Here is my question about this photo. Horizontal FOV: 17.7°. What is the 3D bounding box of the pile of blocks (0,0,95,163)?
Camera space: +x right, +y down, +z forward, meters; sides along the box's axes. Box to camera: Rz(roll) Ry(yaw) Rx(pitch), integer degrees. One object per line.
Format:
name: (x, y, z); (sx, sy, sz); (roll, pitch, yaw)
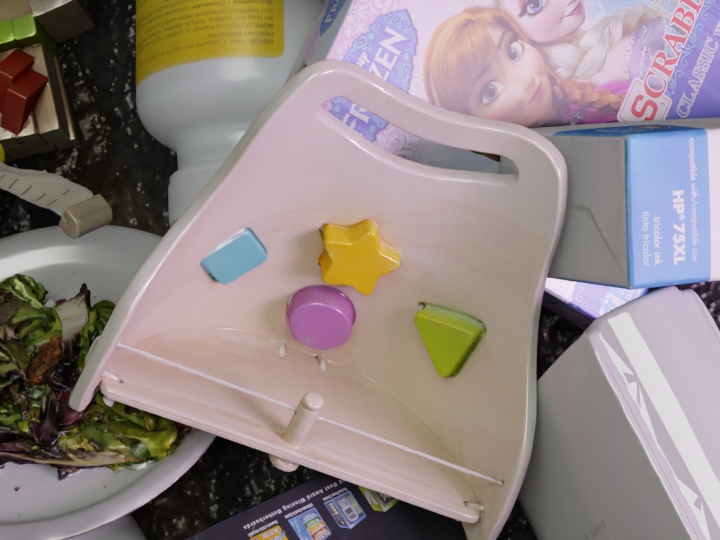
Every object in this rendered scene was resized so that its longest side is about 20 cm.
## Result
pile of blocks: (-0.170, -0.152, 1.158); (0.081, 0.062, 0.202); (9, 79, 9)

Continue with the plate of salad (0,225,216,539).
plate of salad: (-0.153, 0.044, 1.084); (0.198, 0.048, 0.201); (-6, 47, 7)

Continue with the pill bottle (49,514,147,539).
pill bottle: (-0.095, 0.219, 1.045); (0.114, 0.114, 0.201); (-32, 76, 0)

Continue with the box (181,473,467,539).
box: (-0.009, 0.176, 1.019); (0.199, 0.049, 0.162); (-20, 72, -41)

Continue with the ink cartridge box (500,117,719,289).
ink cartridge box: (0.175, -0.035, 1.037); (0.198, 0.116, 0.068); (-5, 96, -24)

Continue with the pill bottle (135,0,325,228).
pill bottle: (-0.053, -0.119, 1.111); (0.111, 0.112, 0.202); (-2, 78, 6)

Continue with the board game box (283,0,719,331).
board game box: (0.080, -0.101, 1.077); (0.199, 0.041, 0.201); (28, 81, -22)

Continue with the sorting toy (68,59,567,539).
sorting toy: (0.000, 0.000, 1.002); (0.199, 0.107, 0.181); (20, 122, -11)

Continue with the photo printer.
photo printer: (0.142, 0.126, 1.012); (0.069, 0.167, 0.201); (-22, 76, -21)

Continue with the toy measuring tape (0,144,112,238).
toy measuring tape: (-0.188, -0.026, 1.110); (0.199, 0.073, 0.074); (21, 80, 40)
